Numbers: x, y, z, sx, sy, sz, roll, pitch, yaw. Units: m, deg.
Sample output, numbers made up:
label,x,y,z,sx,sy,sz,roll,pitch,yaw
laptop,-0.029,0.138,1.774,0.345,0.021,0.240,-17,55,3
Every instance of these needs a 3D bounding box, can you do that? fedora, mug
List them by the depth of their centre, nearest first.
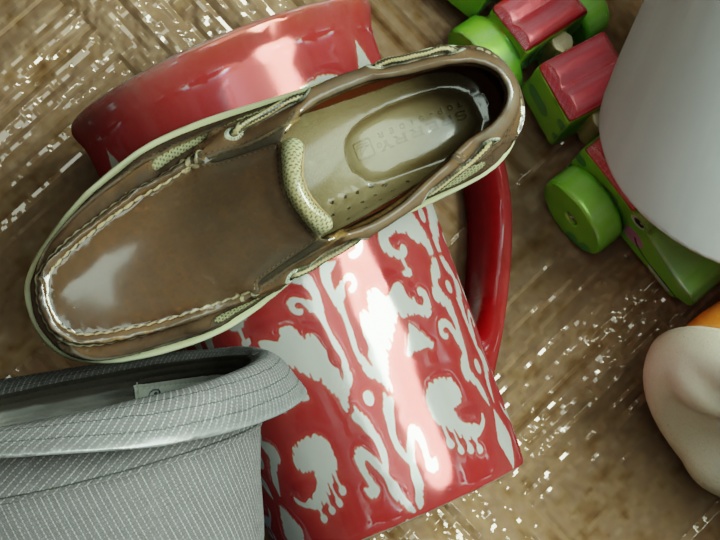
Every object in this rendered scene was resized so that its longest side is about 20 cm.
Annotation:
label,x,y,z,sx,sy,sz,roll,pitch,yaw
fedora,-0.114,0.087,0.845,0.198,0.177,0.091,-10,95,-17
mug,0.190,-0.112,0.925,0.149,0.154,0.186,33,52,22
mug,-0.001,-0.001,0.953,0.176,0.133,0.202,-22,86,-11

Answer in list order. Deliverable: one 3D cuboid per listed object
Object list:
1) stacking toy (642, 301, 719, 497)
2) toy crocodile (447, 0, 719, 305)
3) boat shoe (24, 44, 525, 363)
label,x,y,z,sx,sy,sz,roll,pitch,yaw
stacking toy,0.227,0.015,0.982,0.146,0.146,0.200,39,71,0
toy crocodile,0.098,-0.075,1.016,0.067,0.062,0.201,-33,86,-14
boat shoe,-0.032,-0.031,0.850,0.201,0.075,0.075,-30,92,-9
